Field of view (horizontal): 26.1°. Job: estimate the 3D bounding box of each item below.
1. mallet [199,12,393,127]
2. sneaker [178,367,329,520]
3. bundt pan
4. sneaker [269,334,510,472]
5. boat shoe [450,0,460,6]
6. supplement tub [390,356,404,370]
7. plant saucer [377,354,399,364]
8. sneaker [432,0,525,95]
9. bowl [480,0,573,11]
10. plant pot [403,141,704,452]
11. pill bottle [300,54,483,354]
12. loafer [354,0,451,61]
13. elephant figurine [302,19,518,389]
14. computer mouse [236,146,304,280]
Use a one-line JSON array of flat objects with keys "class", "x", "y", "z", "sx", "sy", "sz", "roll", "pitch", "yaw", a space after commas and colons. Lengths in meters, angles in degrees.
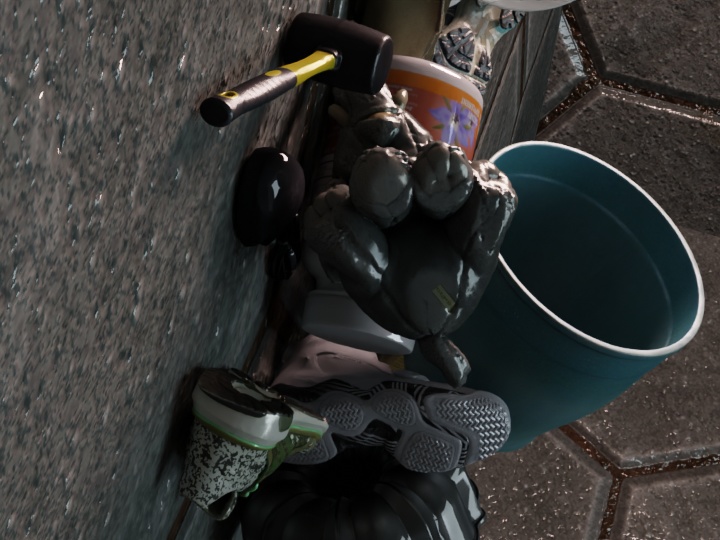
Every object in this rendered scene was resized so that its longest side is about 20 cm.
[{"class": "mallet", "x": -0.049, "y": -0.115, "z": 0.898, "sx": 0.200, "sy": 0.065, "sz": 0.042, "roll": -29, "pitch": 135, "yaw": -58}, {"class": "sneaker", "x": -0.081, "y": 0.117, "z": 1.019, "sx": 0.089, "sy": 0.076, "sz": 0.200, "roll": -61, "pitch": 166, "yaw": -1}, {"class": "bundt pan", "x": -0.007, "y": 0.176, "z": 1.204, "sx": 0.203, "sy": 0.199, "sz": 0.076, "roll": -64, "pitch": 145, "yaw": -53}, {"class": "sneaker", "x": 0.019, "y": 0.088, "z": 1.180, "sx": 0.115, "sy": 0.197, "sz": 0.076, "roll": -73, "pitch": 157, "yaw": -52}, {"class": "boat shoe", "x": 0.053, "y": -0.293, "z": 1.159, "sx": 0.071, "sy": 0.071, "sz": 0.203, "roll": -44, "pitch": 138, "yaw": -62}, {"class": "supplement tub", "x": 0.066, "y": 0.062, "z": 1.590, "sx": 0.146, "sy": 0.144, "sz": 0.202, "roll": -56, "pitch": 160, "yaw": -66}, {"class": "plant saucer", "x": 0.062, "y": 0.011, "z": 1.346, "sx": 0.200, "sy": 0.029, "sz": 0.200, "roll": -47, "pitch": 169, "yaw": -11}, {"class": "sneaker", "x": 0.082, "y": -0.206, "z": 1.444, "sx": 0.201, "sy": 0.078, "sz": 0.086, "roll": -54, "pitch": -152, "yaw": -17}, {"class": "bowl", "x": 0.133, "y": -0.323, "z": 1.287, "sx": 0.090, "sy": 0.199, "sz": 0.204, "roll": -121, "pitch": -137, "yaw": -69}, {"class": "plant pot", "x": 0.133, "y": 0.038, "z": 1.212, "sx": 0.188, "sy": 0.199, "sz": 0.201, "roll": -54, "pitch": -173, "yaw": 41}, {"class": "pill bottle", "x": 0.019, "y": -0.046, "z": 1.142, "sx": 0.112, "sy": 0.111, "sz": 0.203, "roll": 67, "pitch": 35, "yaw": -77}, {"class": "loafer", "x": 0.033, "y": -0.185, "z": 1.151, "sx": 0.200, "sy": 0.074, "sz": 0.070, "roll": 80, "pitch": 23, "yaw": -72}, {"class": "elephant figurine", "x": 0.023, "y": -0.051, "z": 1.032, "sx": 0.156, "sy": 0.140, "sz": 0.200, "roll": -60, "pitch": -159, "yaw": 13}, {"class": "computer mouse", "x": -0.050, "y": -0.030, "z": 1.028, "sx": 0.200, "sy": 0.034, "sz": 0.059, "roll": 75, "pitch": 31, "yaw": -76}]
